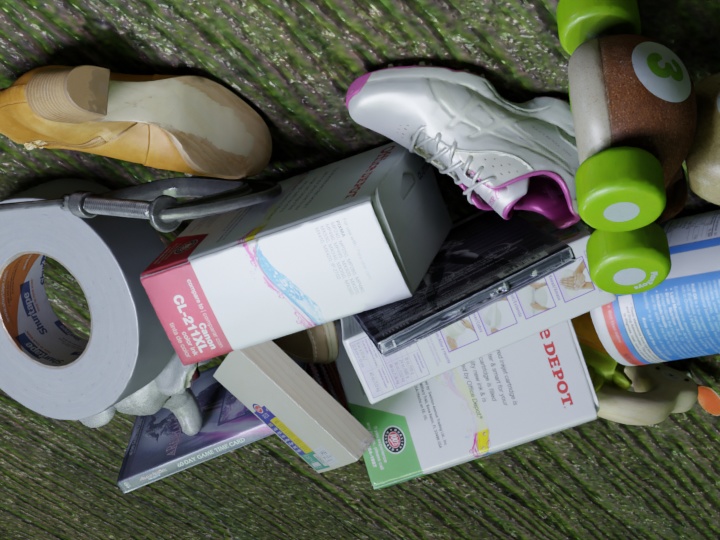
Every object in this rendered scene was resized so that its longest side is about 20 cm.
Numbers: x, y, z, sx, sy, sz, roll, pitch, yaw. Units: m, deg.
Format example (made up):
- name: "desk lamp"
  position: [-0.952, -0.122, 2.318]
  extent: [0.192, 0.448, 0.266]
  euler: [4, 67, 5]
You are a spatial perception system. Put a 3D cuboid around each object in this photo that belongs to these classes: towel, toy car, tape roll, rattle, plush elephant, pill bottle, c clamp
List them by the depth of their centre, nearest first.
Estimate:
- name: "toy car"
  position: [0.237, -0.095, 0.966]
  extent: [0.198, 0.165, 0.158]
  euler: [-7, 149, 10]
- name: "c clamp"
  position: [-0.165, -0.051, 1.155]
  extent: [0.170, 0.027, 0.199]
  euler: [-15, -167, -42]
- name: "pill bottle"
  position: [0.289, 0.008, 1.170]
  extent: [0.199, 0.113, 0.112]
  euler: [-11, 145, 34]
- name: "tape roll"
  position: [-0.255, 0.025, 1.288]
  extent: [0.199, 0.066, 0.202]
  euler: [9, 111, 25]
- name: "rattle"
  position: [0.268, 0.065, 1.365]
  extent: [0.199, 0.144, 0.130]
  euler: [4, -173, -23]
- name: "towel"
  position: [-0.014, 0.107, 1.385]
  extent: [0.022, 0.145, 0.200]
  euler: [-26, 158, 5]
- name: "plush elephant"
  position: [-0.181, 0.079, 1.391]
  extent: [0.164, 0.156, 0.200]
  euler: [-15, 143, 38]

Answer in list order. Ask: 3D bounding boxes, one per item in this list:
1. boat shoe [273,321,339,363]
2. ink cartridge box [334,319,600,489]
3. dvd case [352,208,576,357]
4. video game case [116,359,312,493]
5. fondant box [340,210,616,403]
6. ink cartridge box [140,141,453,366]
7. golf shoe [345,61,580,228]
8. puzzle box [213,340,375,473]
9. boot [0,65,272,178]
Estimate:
- name: "boat shoe"
  position: [-0.091, 0.037, 1.272]
  extent: [0.200, 0.064, 0.072]
  euler: [25, 129, 50]
- name: "ink cartridge box"
  position: [0.088, 0.086, 1.262]
  extent: [0.199, 0.146, 0.084]
  euler: [-19, 170, 7]
- name: "dvd case"
  position: [0.062, 0.002, 1.096]
  extent: [0.148, 0.200, 0.016]
  euler: [-27, 105, -4]
- name: "video game case"
  position: [-0.136, 0.133, 1.440]
  extent: [0.199, 0.143, 0.019]
  euler: [-22, 117, 15]
- name: "fondant box"
  position: [0.084, 0.020, 1.148]
  extent: [0.199, 0.144, 0.059]
  euler: [-24, 104, 4]
- name: "ink cartridge box"
  position: [-0.044, -0.016, 1.131]
  extent: [0.199, 0.146, 0.083]
  euler: [-17, 107, 23]
- name: "golf shoe"
  position: [0.084, -0.090, 1.079]
  extent: [0.198, 0.092, 0.075]
  euler: [13, 153, -3]
- name: "puzzle box"
  position: [-0.060, 0.112, 1.246]
  extent: [0.133, 0.025, 0.200]
  euler: [43, 165, -1]
- name: "boot"
  position: [-0.183, -0.115, 1.157]
  extent: [0.200, 0.071, 0.144]
  euler: [16, 169, -38]
